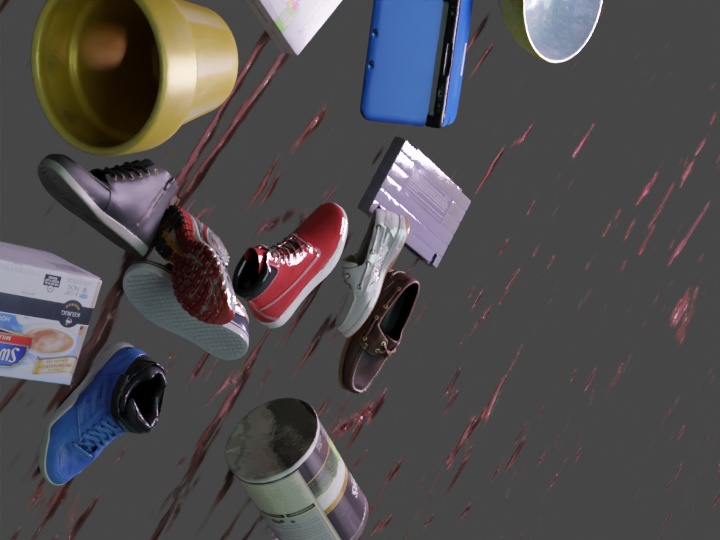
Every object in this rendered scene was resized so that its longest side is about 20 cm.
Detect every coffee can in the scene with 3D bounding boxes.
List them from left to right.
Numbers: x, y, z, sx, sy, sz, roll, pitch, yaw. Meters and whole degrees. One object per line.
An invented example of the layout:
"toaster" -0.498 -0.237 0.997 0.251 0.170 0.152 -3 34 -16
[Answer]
"coffee can" -0.090 0.306 1.881 0.146 0.145 0.201 -46 132 -23

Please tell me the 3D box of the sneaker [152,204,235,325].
"sneaker" -0.192 -0.006 1.628 0.082 0.201 0.078 25 115 -41

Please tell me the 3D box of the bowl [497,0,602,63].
"bowl" 0.277 -0.431 2.012 0.199 0.107 0.203 -18 117 -40

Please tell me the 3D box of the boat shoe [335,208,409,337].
"boat shoe" 0.000 0.000 1.925 0.069 0.071 0.202 22 99 -22

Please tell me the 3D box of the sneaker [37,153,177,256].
"sneaker" -0.306 -0.110 1.576 0.107 0.074 0.200 -62 145 -15

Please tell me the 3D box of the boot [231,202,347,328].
"boot" -0.096 -0.029 1.783 0.201 0.072 0.145 -55 154 -13

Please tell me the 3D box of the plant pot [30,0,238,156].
"plant pot" -0.246 -0.242 1.507 0.188 0.199 0.204 -20 119 -57

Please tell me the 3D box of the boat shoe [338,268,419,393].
"boat shoe" 0.029 0.096 1.983 0.070 0.070 0.202 19 92 -48

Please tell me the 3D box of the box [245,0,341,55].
"box" -0.097 -0.408 1.694 0.156 0.041 0.201 -53 135 -18

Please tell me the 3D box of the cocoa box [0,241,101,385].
"cocoa box" -0.420 0.039 1.461 0.199 0.133 0.133 14 95 -46

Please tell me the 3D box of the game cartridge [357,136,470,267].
"game cartridge" 0.085 -0.104 1.994 0.200 0.038 0.131 38 73 -45

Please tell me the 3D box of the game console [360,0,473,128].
"game console" 0.086 -0.321 1.926 0.171 0.117 0.203 -34 134 -72

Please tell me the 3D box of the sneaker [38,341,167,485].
"sneaker" -0.319 0.192 1.634 0.201 0.111 0.077 -56 135 -14

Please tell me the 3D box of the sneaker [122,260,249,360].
"sneaker" -0.228 0.038 1.702 0.200 0.078 0.080 40 31 -31

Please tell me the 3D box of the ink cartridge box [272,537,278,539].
"ink cartridge box" -0.094 0.496 1.945 0.199 0.146 0.147 -18 117 -40
